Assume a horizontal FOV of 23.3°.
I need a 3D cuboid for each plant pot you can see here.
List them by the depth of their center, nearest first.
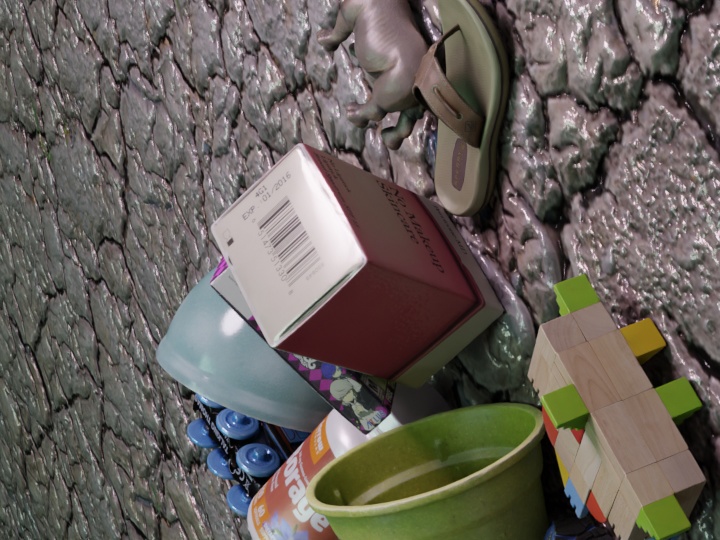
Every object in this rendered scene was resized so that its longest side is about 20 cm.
[{"bbox_3d":[0.079,0.230,1.400,0.200,0.200,0.185,4,115,65],"label":"plant pot"},{"bbox_3d":[-0.078,0.051,1.654,0.200,0.200,0.135,35,108,55],"label":"plant pot"}]

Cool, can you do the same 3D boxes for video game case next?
[{"bbox_3d":[-0.037,0.026,1.476,0.181,0.036,0.200,45,-159,-11],"label":"video game case"}]

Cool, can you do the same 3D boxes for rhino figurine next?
[{"bbox_3d":[0.009,-0.206,1.443,0.087,0.060,0.201,-38,66,43],"label":"rhino figurine"}]

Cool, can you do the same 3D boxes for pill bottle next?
[{"bbox_3d":[-0.005,0.185,1.566,0.200,0.112,0.112,-50,54,29],"label":"pill bottle"}]

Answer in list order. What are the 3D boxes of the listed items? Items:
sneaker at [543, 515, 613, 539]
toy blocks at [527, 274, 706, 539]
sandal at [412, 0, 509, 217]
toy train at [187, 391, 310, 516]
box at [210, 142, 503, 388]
[{"bbox_3d":[0.169,0.289,1.337,0.078,0.075,0.201,-22,74,58],"label":"sneaker"},{"bbox_3d":[0.177,0.124,1.251,0.137,0.100,0.200,93,153,-58],"label":"toy blocks"},{"bbox_3d":[0.072,-0.128,1.356,0.080,0.057,0.202,42,140,50],"label":"sandal"},{"bbox_3d":[-0.104,0.178,1.840,0.200,0.114,0.087,52,139,41],"label":"toy train"},{"bbox_3d":[0.000,0.000,1.388,0.109,0.200,0.128,-42,58,20],"label":"box"}]
